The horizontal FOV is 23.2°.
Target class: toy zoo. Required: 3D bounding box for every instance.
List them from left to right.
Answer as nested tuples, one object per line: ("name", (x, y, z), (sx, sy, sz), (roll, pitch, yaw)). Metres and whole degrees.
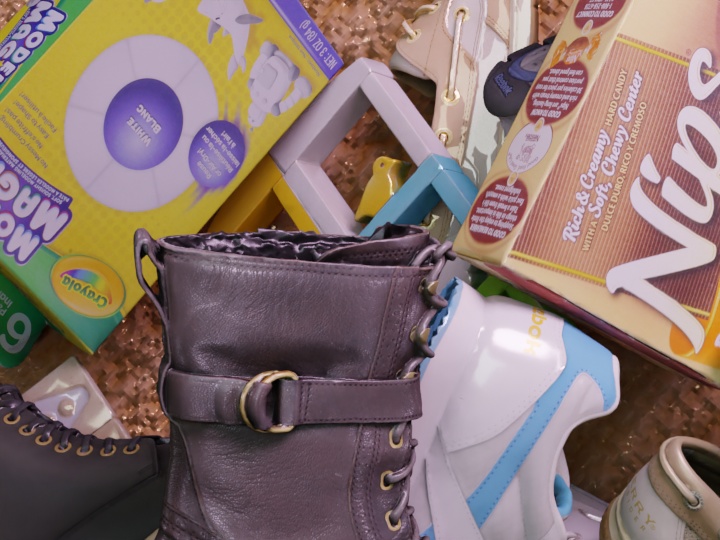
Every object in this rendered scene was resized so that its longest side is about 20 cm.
("toy zoo", (0.000, 0.000, 0.778), (0.131, 0.020, 0.200), (-48, 59, 24))

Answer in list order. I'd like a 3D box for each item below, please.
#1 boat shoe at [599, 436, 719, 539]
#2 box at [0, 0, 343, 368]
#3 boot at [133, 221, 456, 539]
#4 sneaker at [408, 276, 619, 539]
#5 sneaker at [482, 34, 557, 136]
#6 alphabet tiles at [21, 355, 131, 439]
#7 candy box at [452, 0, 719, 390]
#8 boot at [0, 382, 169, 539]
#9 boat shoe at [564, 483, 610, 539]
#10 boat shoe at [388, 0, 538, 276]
("boat shoe", (0.196, 0.121, 0.695), (0.200, 0.063, 0.073), (23, 41, -6))
("box", (-0.108, -0.058, 0.737), (0.200, 0.117, 0.048), (-49, 40, -11))
("boot", (0.009, 0.071, 0.618), (0.199, 0.069, 0.175), (7, 100, -17))
("sneaker", (0.038, 0.105, 0.700), (0.080, 0.077, 0.201), (19, 117, 0))
("sneaker", (0.148, -0.076, 0.771), (0.199, 0.074, 0.087), (-20, 113, -15))
("alphabet tiles", (-0.130, 0.164, 0.726), (0.167, 0.008, 0.200), (-38, 73, 2))
("candy box", (0.133, -0.068, 0.692), (0.115, 0.055, 0.201), (28, 88, -21))
("boot", (-0.104, 0.071, 0.701), (0.200, 0.077, 0.138), (-40, 69, 1))
("boat shoe", (0.094, 0.131, 0.747), (0.199, 0.070, 0.071), (24, 85, 15))
("boat shoe", (0.047, -0.093, 0.801), (0.069, 0.074, 0.201), (0, 79, 6))
